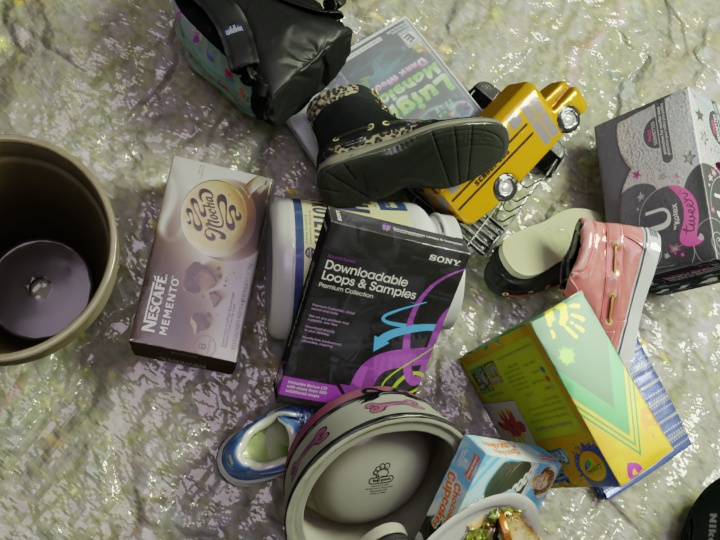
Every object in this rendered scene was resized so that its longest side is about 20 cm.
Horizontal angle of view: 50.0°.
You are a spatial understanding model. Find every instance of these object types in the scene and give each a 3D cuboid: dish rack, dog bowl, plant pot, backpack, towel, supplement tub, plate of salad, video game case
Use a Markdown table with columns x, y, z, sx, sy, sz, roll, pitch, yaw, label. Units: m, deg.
| x | y | z | sx | sy | sz | roll | pitch | yaw | label |
| --- | --- | --- | --- | --- | --- | --- | --- | --- | --- |
| 0.144 | -0.119 | 0.929 | 0.153 | 0.055 | 0.201 | 39 | 74 | 2 | dish rack |
| 0.012 | 0.203 | 0.758 | 0.196 | 0.074 | 0.204 | -10 | 121 | -17 | dog bowl |
| -0.324 | 0.000 | 0.741 | 0.195 | 0.174 | 0.205 | 3 | 74 | -10 | plant pot |
| -0.127 | -0.266 | 0.867 | 0.199 | 0.127 | 0.167 | 39 | 61 | 12 | backpack |
| 0.288 | 0.145 | 0.906 | 0.143 | 0.024 | 0.203 | -24 | 83 | -18 | towel |
| 0.000 | 0.000 | 0.820 | 0.195 | 0.145 | 0.148 | 1 | 75 | -11 | supplement tub |
| 0.099 | 0.294 | 0.705 | 0.198 | 0.203 | 0.048 | -34 | 41 | -18 | plate of salad |
| 0.022 | -0.188 | 0.905 | 0.198 | 0.023 | 0.183 | -31 | 70 | -10 | video game case |

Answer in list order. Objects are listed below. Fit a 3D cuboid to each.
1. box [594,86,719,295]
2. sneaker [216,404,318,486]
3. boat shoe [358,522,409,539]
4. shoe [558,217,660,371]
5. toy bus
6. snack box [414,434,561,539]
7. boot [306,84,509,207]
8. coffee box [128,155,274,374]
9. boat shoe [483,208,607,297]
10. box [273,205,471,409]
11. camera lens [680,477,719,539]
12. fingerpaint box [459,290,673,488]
| x | y | z | sx | sy | sz | roll | pitch | yaw | label |
| --- | --- | --- | --- | --- | --- | --- | --- | --- | --- |
| 0.368 | -0.087 | 0.904 | 0.113 | 0.131 | 0.205 | 8 | 72 | -39 | box |
| -0.052 | 0.169 | 0.801 | 0.197 | 0.077 | 0.077 | -23 | 79 | -19 | sneaker |
| -0.019 | 0.328 | 0.730 | 0.201 | 0.072 | 0.063 | -48 | 45 | 11 | boat shoe |
| 0.259 | 0.045 | 0.854 | 0.089 | 0.072 | 0.205 | 11 | 103 | 2 | shoe |
| 0.158 | -0.138 | 0.858 | 0.200 | 0.065 | 0.078 | -46 | 109 | -8 | toy bus |
| 0.109 | 0.262 | 0.757 | 0.115 | 0.037 | 0.203 | 16 | 103 | -37 | snack box |
| 0.041 | -0.151 | 0.814 | 0.199 | 0.074 | 0.155 | -14 | 42 | -3 | boot |
| -0.167 | -0.004 | 0.822 | 0.111 | 0.080 | 0.204 | 13 | 73 | -8 | coffee box |
| 0.231 | -0.021 | 0.917 | 0.198 | 0.063 | 0.075 | -16 | 67 | -29 | boat shoe |
| 0.008 | 0.049 | 0.744 | 0.140 | 0.036 | 0.203 | 11 | 114 | -16 | box |
| 0.456 | 0.320 | 0.816 | 0.197 | 0.160 | 0.162 | 25 | 72 | -3 | camera lens |
| 0.201 | 0.132 | 0.795 | 0.072 | 0.200 | 0.169 | -25 | 80 | -18 | fingerpaint box |
